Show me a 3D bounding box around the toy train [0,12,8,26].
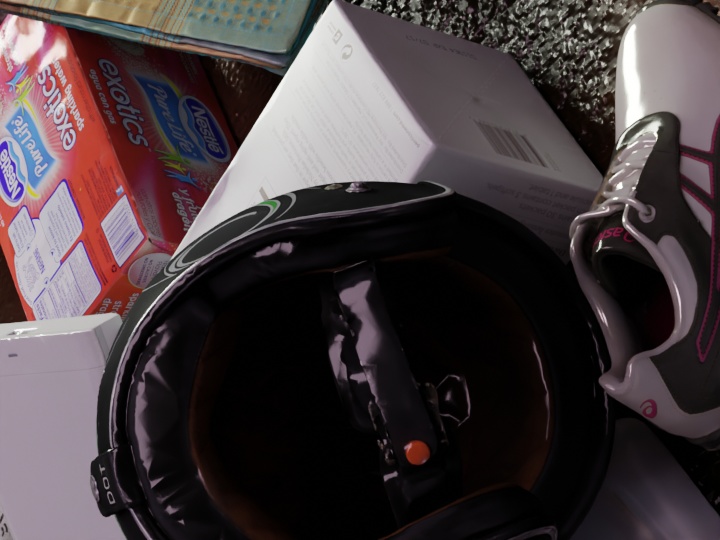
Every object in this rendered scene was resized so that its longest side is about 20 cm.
[{"bbox_3d":[-0.240,-0.101,1.571,0.200,0.114,0.087,-30,54,41],"label":"toy train"}]

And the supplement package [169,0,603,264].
[{"bbox_3d":[0.000,0.000,1.258,0.201,0.113,0.110,-57,42,24],"label":"supplement package"}]

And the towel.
[{"bbox_3d":[-0.082,-0.174,1.399,0.199,0.022,0.147,14,67,34],"label":"towel"}]

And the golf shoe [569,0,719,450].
[{"bbox_3d":[0.128,-0.028,1.135,0.077,0.088,0.201,-32,55,42],"label":"golf shoe"}]

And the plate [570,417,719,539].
[{"bbox_3d":[0.078,0.173,1.117,0.199,0.032,0.200,-41,45,3],"label":"plate"}]

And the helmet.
[{"bbox_3d":[-0.002,0.057,1.100,0.199,0.191,0.202,0,87,10],"label":"helmet"}]

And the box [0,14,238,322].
[{"bbox_3d":[-0.126,-0.045,1.434,0.100,0.095,0.201,-50,46,28],"label":"box"}]

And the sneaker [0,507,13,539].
[{"bbox_3d":[-0.236,0.103,1.546,0.201,0.067,0.109,6,82,48],"label":"sneaker"}]

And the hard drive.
[{"bbox_3d":[-0.128,0.121,1.365,0.131,0.026,0.201,-6,107,49],"label":"hard drive"}]
